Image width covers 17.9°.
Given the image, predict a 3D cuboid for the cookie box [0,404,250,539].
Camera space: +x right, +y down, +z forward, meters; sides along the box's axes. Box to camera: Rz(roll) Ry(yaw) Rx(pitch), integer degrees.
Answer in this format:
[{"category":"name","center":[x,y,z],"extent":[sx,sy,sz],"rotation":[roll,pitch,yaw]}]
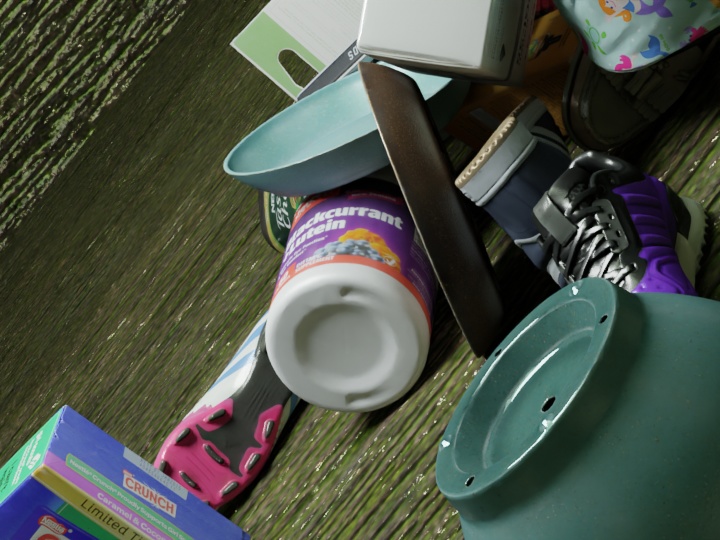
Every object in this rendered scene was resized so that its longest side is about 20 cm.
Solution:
[{"category":"cookie box","center":[-0.205,0.216,1.593],"extent":[0.200,0.171,0.075],"rotation":[-44,19,27]}]

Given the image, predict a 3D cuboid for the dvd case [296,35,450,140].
[{"category":"dvd case","center":[0.067,-0.170,1.746],"extent":[0.200,0.149,0.025],"rotation":[-40,55,37]}]

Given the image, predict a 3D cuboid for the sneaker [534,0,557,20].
[{"category":"sneaker","center":[0.140,-0.222,1.638],"extent":[0.199,0.075,0.080],"rotation":[-19,1,-41]}]

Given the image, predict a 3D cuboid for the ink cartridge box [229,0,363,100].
[{"category":"ink cartridge box","center":[0.000,-0.229,2.047],"extent":[0.200,0.145,0.048],"rotation":[-41,16,35]}]

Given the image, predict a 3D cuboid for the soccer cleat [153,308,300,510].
[{"category":"soccer cleat","center":[-0.085,0.106,1.713],"extent":[0.201,0.070,0.086],"rotation":[-53,-1,-10]}]

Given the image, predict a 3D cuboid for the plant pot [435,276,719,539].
[{"category":"plant pot","center":[0.118,0.088,1.011],"extent":[0.200,0.134,0.201],"rotation":[-46,16,17]}]

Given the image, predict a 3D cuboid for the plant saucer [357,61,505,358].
[{"category":"plant saucer","center":[0.049,-0.043,1.440],"extent":[0.032,0.202,0.200],"rotation":[-21,19,4]}]

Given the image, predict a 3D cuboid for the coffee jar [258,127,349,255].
[{"category":"coffee jar","center":[-0.020,-0.059,1.799],"extent":[0.200,0.085,0.105],"rotation":[-179,87,-72]}]

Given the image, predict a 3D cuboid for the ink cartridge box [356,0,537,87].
[{"category":"ink cartridge box","center":[0.065,-0.198,1.453],"extent":[0.200,0.082,0.148],"rotation":[-7,-73,-79]}]

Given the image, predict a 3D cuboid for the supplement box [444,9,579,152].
[{"category":"supplement box","center":[0.131,-0.133,1.597],"extent":[0.067,0.069,0.200],"rotation":[-64,17,-20]}]

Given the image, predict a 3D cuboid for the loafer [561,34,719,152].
[{"category":"loafer","center":[0.201,-0.161,1.465],"extent":[0.201,0.072,0.063],"rotation":[-54,22,-16]}]

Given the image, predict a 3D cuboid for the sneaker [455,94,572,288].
[{"category":"sneaker","center":[0.119,-0.045,1.407],"extent":[0.070,0.108,0.200],"rotation":[-50,0,12]}]

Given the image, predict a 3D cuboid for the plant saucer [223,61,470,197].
[{"category":"plant saucer","center":[-0.001,-0.102,1.626],"extent":[0.199,0.036,0.200],"rotation":[-24,16,7]}]

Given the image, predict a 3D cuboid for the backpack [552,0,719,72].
[{"category":"backpack","center":[0.195,-0.219,1.376],"extent":[0.199,0.151,0.178],"rotation":[-33,27,17]}]

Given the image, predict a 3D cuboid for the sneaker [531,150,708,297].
[{"category":"sneaker","center":[0.133,-0.002,1.230],"extent":[0.070,0.099,0.201],"rotation":[-47,16,24]}]

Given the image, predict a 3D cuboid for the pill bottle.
[{"category":"pill bottle","center":[0.000,0.000,1.593],"extent":[0.111,0.111,0.201],"rotation":[-44,17,26]}]
